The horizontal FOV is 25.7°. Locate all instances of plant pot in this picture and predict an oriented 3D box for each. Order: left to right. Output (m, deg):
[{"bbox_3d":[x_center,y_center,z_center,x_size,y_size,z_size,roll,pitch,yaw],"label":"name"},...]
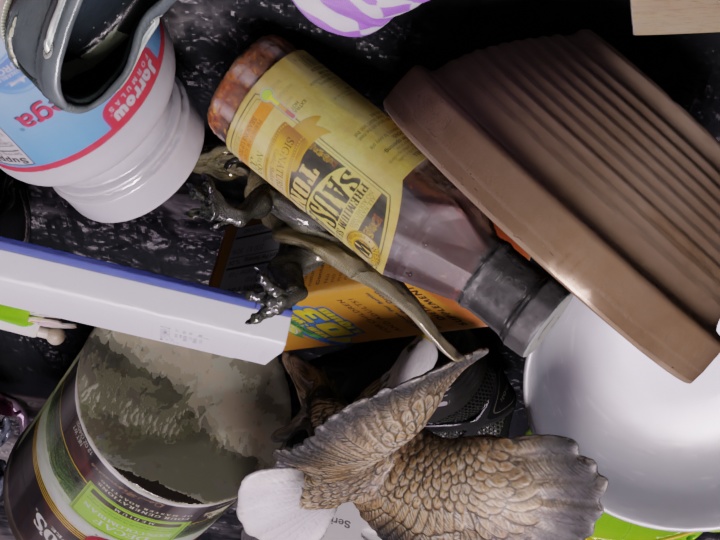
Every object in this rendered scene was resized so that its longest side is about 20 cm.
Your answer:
[{"bbox_3d":[0.113,-0.048,0.748,0.200,0.201,0.093,35,101,-37],"label":"plant pot"}]

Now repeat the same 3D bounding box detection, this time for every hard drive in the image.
[{"bbox_3d":[-0.140,0.013,0.841,0.198,0.026,0.132,14,172,-6],"label":"hard drive"}]

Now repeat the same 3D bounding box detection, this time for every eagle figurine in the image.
[{"bbox_3d":[0.021,0.099,0.899,0.150,0.153,0.199,-10,-165,-27],"label":"eagle figurine"}]

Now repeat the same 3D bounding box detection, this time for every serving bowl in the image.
[{"bbox_3d":[0.192,0.051,0.913,0.198,0.066,0.202,2,117,4],"label":"serving bowl"}]

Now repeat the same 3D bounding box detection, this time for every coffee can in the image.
[{"bbox_3d":[-0.150,0.120,1.074,0.145,0.148,0.200,19,147,-17],"label":"coffee can"}]

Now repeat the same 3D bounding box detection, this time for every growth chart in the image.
[{"bbox_3d":[-0.255,0.013,0.999,0.143,0.018,0.200,13,168,-2],"label":"growth chart"}]

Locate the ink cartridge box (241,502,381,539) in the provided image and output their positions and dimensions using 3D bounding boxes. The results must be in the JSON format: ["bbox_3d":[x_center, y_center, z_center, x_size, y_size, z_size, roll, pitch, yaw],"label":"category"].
[{"bbox_3d":[-0.008,0.232,1.282,0.144,0.085,0.200,16,148,-14],"label":"ink cartridge box"}]

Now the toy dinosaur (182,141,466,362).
[{"bbox_3d":[-0.037,-0.016,0.800,0.088,0.200,0.048,-12,137,-47],"label":"toy dinosaur"}]

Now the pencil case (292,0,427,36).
[{"bbox_3d":[0.048,-0.163,0.630,0.199,0.085,0.085,-21,174,42],"label":"pencil case"}]

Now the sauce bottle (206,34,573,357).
[{"bbox_3d":[0.015,-0.035,0.772,0.199,0.066,0.066,38,152,14],"label":"sauce bottle"}]

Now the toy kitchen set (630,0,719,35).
[{"bbox_3d":[0.215,-0.072,0.654,0.198,0.165,0.181,0,148,14],"label":"toy kitchen set"}]

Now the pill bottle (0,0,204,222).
[{"bbox_3d":[-0.155,-0.110,0.734,0.108,0.110,0.200,-7,146,24],"label":"pill bottle"}]

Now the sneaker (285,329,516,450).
[{"bbox_3d":[0.023,0.107,1.078,0.198,0.077,0.114,-21,132,31],"label":"sneaker"}]

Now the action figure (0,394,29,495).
[{"bbox_3d":[-0.345,0.089,1.150,0.198,0.135,0.149,21,-168,3],"label":"action figure"}]

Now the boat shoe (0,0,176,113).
[{"bbox_3d":[-0.067,-0.144,0.627,0.200,0.062,0.073,-45,137,15],"label":"boat shoe"}]

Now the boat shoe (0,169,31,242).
[{"bbox_3d":[-0.223,-0.054,0.864,0.074,0.066,0.200,-30,144,-14],"label":"boat shoe"}]

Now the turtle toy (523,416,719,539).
[{"bbox_3d":[0.194,0.126,1.041,0.197,0.101,0.147,8,123,3],"label":"turtle toy"}]

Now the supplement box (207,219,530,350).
[{"bbox_3d":[0.000,0.000,0.892,0.066,0.069,0.199,33,153,-35],"label":"supplement box"}]
